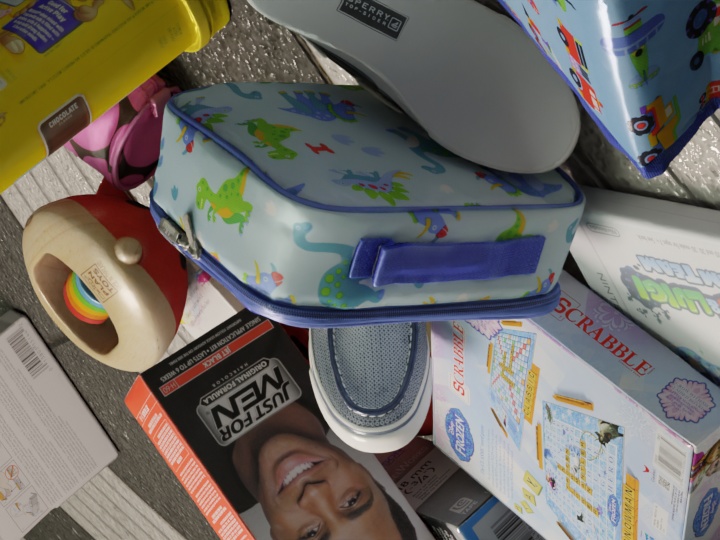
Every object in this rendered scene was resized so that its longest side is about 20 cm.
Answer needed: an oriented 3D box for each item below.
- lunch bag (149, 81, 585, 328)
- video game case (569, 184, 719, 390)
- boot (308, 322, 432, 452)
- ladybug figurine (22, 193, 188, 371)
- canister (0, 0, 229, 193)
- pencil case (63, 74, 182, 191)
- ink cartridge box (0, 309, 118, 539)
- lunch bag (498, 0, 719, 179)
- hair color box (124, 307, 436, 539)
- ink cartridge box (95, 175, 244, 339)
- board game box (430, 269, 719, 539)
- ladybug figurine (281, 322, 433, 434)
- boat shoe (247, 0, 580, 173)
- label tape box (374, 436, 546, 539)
[{"bbox_3d":[0.004,-0.033,1.087,0.161,0.200,0.083,38,122,45],"label":"lunch bag"},{"bbox_3d":[0.197,0.043,1.090,0.200,0.024,0.182,16,142,56],"label":"video game case"},{"bbox_3d":[0.000,0.000,1.223,0.090,0.073,0.200,82,-178,-52],"label":"boot"},{"bbox_3d":[-0.173,0.002,1.501,0.136,0.072,0.200,52,159,-5],"label":"ladybug figurine"},{"bbox_3d":[-0.200,-0.133,1.328,0.148,0.200,0.087,19,144,53],"label":"canister"},{"bbox_3d":[-0.207,-0.148,1.488,0.200,0.091,0.094,40,123,17],"label":"pencil case"},{"bbox_3d":[-0.374,0.172,2.244,0.045,0.176,0.200,17,142,55],"label":"ink cartridge box"},{"bbox_3d":[0.080,-0.160,0.901,0.200,0.094,0.151,44,163,39],"label":"lunch bag"},{"bbox_3d":[-0.049,0.129,1.346,0.200,0.101,0.061,53,155,7],"label":"hair color box"},{"bbox_3d":[-0.103,-0.001,1.552,0.200,0.067,0.116,48,158,2],"label":"ink cartridge box"},{"bbox_3d":[0.121,0.088,1.213,0.199,0.041,0.200,39,152,29],"label":"board game box"},{"bbox_3d":[-0.001,0.039,1.390,0.200,0.072,0.136,41,158,20],"label":"ladybug figurine"},{"bbox_3d":[0.029,-0.112,1.102,0.200,0.072,0.068,30,-176,14],"label":"boat shoe"},{"bbox_3d":[0.066,0.184,1.418,0.144,0.063,0.200,57,158,-22],"label":"label tape box"}]
